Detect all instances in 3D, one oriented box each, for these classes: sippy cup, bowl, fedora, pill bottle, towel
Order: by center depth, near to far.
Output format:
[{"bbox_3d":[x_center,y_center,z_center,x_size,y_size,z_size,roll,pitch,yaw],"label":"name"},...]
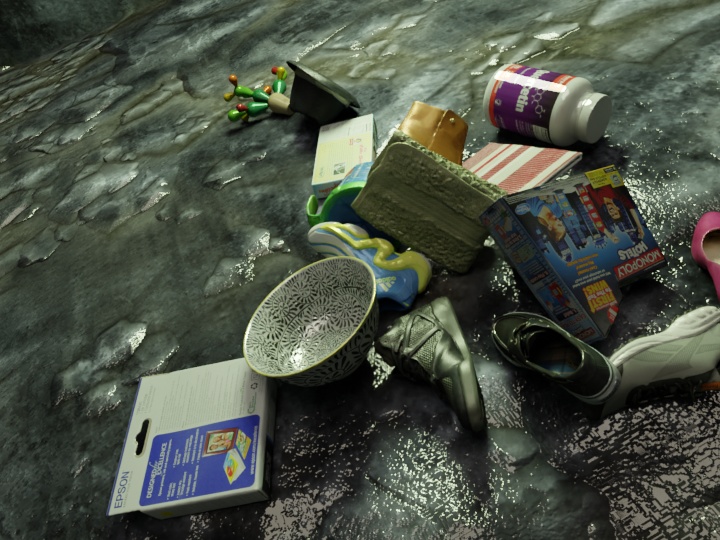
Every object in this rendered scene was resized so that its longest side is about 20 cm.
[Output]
[{"bbox_3d":[-0.048,0.085,0.753,0.199,0.094,0.202,-23,35,17],"label":"bowl"},{"bbox_3d":[0.097,-0.090,0.796,0.199,0.149,0.037,29,34,-3],"label":"towel"},{"bbox_3d":[0.233,-0.156,0.909,0.144,0.023,0.200,-38,30,-15],"label":"towel"},{"bbox_3d":[0.012,-0.106,0.913,0.177,0.140,0.131,27,37,-10],"label":"sippy cup"},{"bbox_3d":[0.318,-0.282,0.970,0.112,0.113,0.199,-41,47,-20],"label":"pill bottle"},{"bbox_3d":[-0.096,-0.361,1.200,0.200,0.200,0.092,40,102,42],"label":"fedora"}]

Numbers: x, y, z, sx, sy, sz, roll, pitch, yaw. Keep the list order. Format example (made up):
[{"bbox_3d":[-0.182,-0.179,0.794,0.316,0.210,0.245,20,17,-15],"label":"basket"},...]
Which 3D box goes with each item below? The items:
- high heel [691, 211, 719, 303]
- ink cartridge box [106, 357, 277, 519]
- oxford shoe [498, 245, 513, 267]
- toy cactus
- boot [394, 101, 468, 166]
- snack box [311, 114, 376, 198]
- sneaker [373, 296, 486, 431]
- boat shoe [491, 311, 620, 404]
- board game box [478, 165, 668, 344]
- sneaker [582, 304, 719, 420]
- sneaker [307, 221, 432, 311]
[{"bbox_3d":[0.444,-0.023,0.680,0.067,0.096,0.201,4,49,24],"label":"high heel"},{"bbox_3d":[-0.210,0.214,0.741,0.198,0.047,0.199,-14,46,10],"label":"ink cartridge box"},{"bbox_3d":[0.239,-0.065,0.834,0.075,0.058,0.201,-18,26,27],"label":"oxford shoe"},{"bbox_3d":[-0.221,-0.415,1.333,0.164,0.103,0.200,27,52,27],"label":"toy cactus"},{"bbox_3d":[0.139,-0.159,0.855,0.200,0.071,0.145,32,72,-8],"label":"boot"},{"bbox_3d":[-0.028,-0.226,1.101,0.115,0.037,0.201,-9,45,13],"label":"snack box"},{"bbox_3d":[0.084,0.123,0.695,0.113,0.077,0.200,-20,41,3],"label":"sneaker"},{"bbox_3d":[0.206,0.085,0.645,0.069,0.056,0.200,-56,24,-1],"label":"boat shoe"},{"bbox_3d":[0.281,-0.016,0.719,0.198,0.062,0.201,-16,76,-23],"label":"board game box"},{"bbox_3d":[0.331,0.110,0.613,0.199,0.074,0.080,-27,49,-6],"label":"sneaker"},{"bbox_3d":[0.000,0.000,0.825,0.198,0.076,0.106,17,61,15],"label":"sneaker"}]
